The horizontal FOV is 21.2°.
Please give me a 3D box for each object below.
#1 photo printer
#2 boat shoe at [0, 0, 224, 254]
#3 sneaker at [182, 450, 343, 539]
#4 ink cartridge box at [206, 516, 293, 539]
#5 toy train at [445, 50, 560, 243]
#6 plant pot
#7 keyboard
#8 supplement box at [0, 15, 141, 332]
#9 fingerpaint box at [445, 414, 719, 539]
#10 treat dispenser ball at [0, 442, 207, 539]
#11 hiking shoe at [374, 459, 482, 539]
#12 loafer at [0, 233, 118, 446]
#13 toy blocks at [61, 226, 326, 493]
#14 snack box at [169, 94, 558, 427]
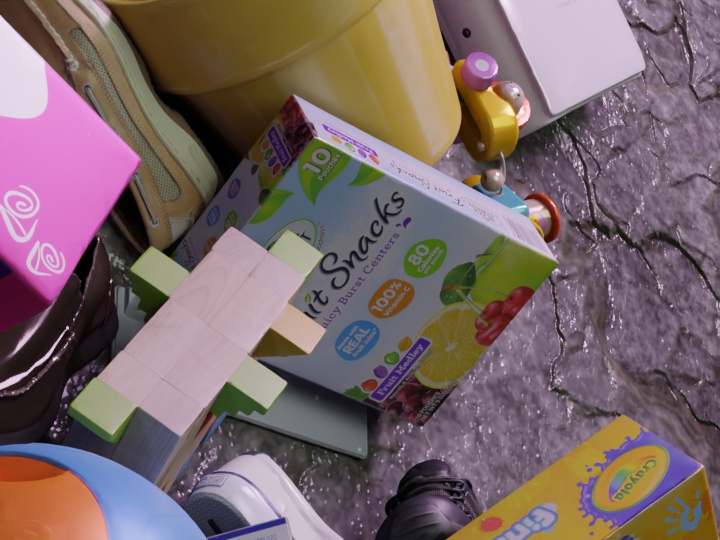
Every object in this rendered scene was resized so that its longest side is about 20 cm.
[{"bbox_3d":[0.118,-0.210,1.436,0.166,0.069,0.201,-27,92,-50],"label":"photo printer"},{"bbox_3d":[-0.160,-0.095,1.089,0.200,0.071,0.076,50,58,-15],"label":"boat shoe"},{"bbox_3d":[-0.022,0.190,1.088,0.201,0.073,0.071,60,39,-8],"label":"sneaker"},{"bbox_3d":[-0.058,0.240,1.013,0.094,0.037,0.202,-14,81,-4],"label":"ink cartridge box"},{"bbox_3d":[0.073,-0.075,1.267,0.055,0.150,0.202,-14,88,-25],"label":"toy train"},{"bbox_3d":[-0.035,-0.143,1.162,0.190,0.199,0.201,60,38,-31],"label":"plant pot"},{"bbox_3d":[-0.068,0.063,1.150,0.199,0.011,0.057,22,61,-38],"label":"keyboard"},{"bbox_3d":[-0.211,-0.021,0.889,0.101,0.199,0.104,45,44,-21],"label":"supplement box"},{"bbox_3d":[0.107,0.205,1.056,0.199,0.073,0.168,-33,126,-20],"label":"fingerpaint box"},{"bbox_3d":[-0.150,0.179,0.856,0.200,0.200,0.203,23,56,-38],"label":"treat dispenser ball"},{"bbox_3d":[0.037,0.157,1.132,0.200,0.075,0.101,68,3,-64],"label":"hiking shoe"},{"bbox_3d":[-0.177,0.028,0.964,0.200,0.072,0.072,-65,161,-67],"label":"loafer"},{"bbox_3d":[-0.105,0.073,1.014,0.100,0.137,0.200,34,38,3],"label":"toy blocks"},{"bbox_3d":[0.000,0.000,1.139,0.199,0.143,0.053,26,22,-35],"label":"snack box"}]
